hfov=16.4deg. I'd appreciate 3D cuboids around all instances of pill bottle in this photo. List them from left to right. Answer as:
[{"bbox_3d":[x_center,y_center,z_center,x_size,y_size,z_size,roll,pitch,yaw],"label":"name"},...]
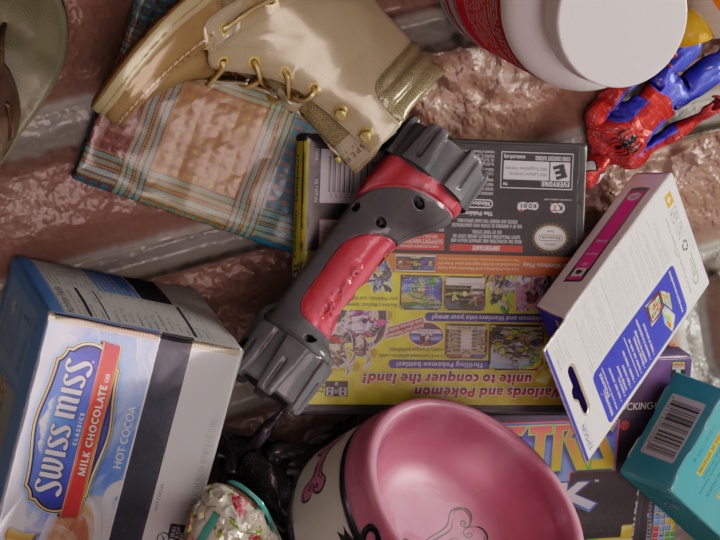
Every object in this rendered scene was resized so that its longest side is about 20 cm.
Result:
[{"bbox_3d":[0.127,-0.176,1.562,0.112,0.200,0.113,-5,107,-16],"label":"pill bottle"}]

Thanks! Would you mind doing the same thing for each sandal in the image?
[{"bbox_3d":[-0.241,-0.093,1.545,0.080,0.057,0.202,27,96,-23],"label":"sandal"}]

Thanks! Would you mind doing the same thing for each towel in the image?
[{"bbox_3d":[-0.072,-0.096,1.619,0.199,0.022,0.147,18,98,-21],"label":"towel"}]

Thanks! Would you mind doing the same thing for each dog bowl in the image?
[{"bbox_3d":[0.056,0.168,1.575,0.199,0.201,0.074,22,131,-22],"label":"dog bowl"}]

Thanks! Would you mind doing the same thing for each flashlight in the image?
[{"bbox_3d":[0.000,0.000,1.575,0.068,0.068,0.200,37,80,-11],"label":"flashlight"}]

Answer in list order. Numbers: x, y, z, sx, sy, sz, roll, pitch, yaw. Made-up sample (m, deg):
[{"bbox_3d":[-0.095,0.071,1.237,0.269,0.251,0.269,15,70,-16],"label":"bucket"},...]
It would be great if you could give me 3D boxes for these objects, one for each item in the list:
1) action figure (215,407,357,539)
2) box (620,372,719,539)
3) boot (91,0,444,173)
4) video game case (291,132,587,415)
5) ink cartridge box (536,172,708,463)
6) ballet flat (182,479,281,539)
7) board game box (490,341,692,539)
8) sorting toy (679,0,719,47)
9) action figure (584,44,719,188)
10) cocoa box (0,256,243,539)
[{"bbox_3d":[-0.028,0.161,1.664,0.200,0.102,0.119,40,115,10],"label":"action figure"},{"bbox_3d":[0.265,0.157,1.742,0.200,0.049,0.083,40,76,-41],"label":"box"},{"bbox_3d":[-0.055,-0.117,1.555,0.200,0.073,0.156,-43,98,-25],"label":"boot"},{"bbox_3d":[0.051,0.004,1.641,0.199,0.025,0.182,1,92,-18],"label":"video game case"},{"bbox_3d":[0.168,0.029,1.659,0.200,0.037,0.095,-52,130,-42],"label":"ink cartridge box"},{"bbox_3d":[-0.070,0.204,1.579,0.064,0.075,0.200,-50,142,-20],"label":"ballet flat"},{"bbox_3d":[0.124,0.133,1.727,0.199,0.057,0.166,-1,106,-17],"label":"board game box"},{"bbox_3d":[0.206,-0.256,1.594,0.106,0.200,0.181,-25,110,16],"label":"sorting toy"},{"bbox_3d":[0.215,-0.130,1.689,0.200,0.052,0.065,-45,117,1],"label":"action figure"},{"bbox_3d":[-0.174,0.111,1.583,0.130,0.133,0.201,12,102,-21],"label":"cocoa box"}]
